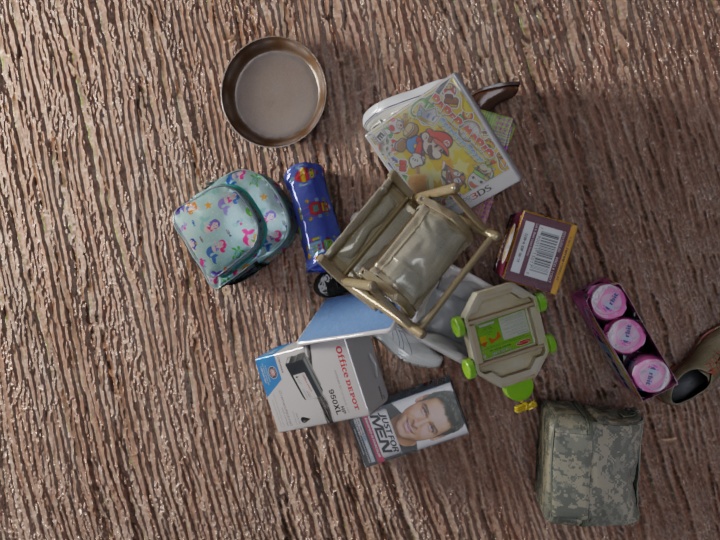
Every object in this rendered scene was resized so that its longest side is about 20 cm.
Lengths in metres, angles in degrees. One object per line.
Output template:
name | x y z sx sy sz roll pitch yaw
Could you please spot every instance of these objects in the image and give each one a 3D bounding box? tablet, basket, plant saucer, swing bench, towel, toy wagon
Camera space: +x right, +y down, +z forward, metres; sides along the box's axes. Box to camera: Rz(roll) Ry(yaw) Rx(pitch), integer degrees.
tablet | -0.007 0.075 1.044 0.199 0.130 0.014 -12 119 34
basket | 0.172 0.084 1.045 0.199 0.123 0.136 28 85 -9
plant saucer | -0.158 -0.325 1.133 0.199 0.032 0.202 0 93 6
swing bench | 0.068 -0.034 0.951 0.130 0.200 0.199 44 82 -29
towel | 0.172 -0.177 1.057 0.143 0.023 0.201 19 105 18
toy wagon | 0.232 0.124 0.975 0.154 0.040 0.201 -15 93 -11

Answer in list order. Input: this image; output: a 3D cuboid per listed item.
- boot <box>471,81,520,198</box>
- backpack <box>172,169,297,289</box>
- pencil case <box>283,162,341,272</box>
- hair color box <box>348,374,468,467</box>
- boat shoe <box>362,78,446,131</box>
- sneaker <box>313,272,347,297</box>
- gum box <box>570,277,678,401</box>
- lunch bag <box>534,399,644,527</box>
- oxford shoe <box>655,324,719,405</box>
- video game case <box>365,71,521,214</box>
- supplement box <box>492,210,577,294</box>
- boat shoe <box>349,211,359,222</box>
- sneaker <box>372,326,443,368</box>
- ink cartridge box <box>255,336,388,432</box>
boot | 0.216 -0.208 1.077 0.185 0.064 0.201 -19 88 21
backpack | -0.220 -0.083 1.103 0.199 0.151 0.178 -31 88 3
pencil case | -0.080 -0.093 1.093 0.078 0.087 0.201 -11 73 -16
hair color box | 0.087 0.275 1.125 0.199 0.061 0.100 -21 91 7
boat shoe | 0.088 -0.252 1.051 0.201 0.074 0.087 -11 80 37
sneaker | 0.001 0.003 1.097 0.199 0.104 0.060 -19 92 8
gum box | 0.440 0.107 1.044 0.066 0.113 0.201 -30 89 8
lunch bag | 0.394 0.330 1.051 0.167 0.139 0.201 2 94 7
oxford shoe | 0.596 0.163 1.048 0.070 0.075 0.200 44 97 3
video game case | 0.134 -0.188 1.008 0.181 0.023 0.200 -29 105 30
supplement box | 0.281 -0.032 1.012 0.085 0.200 0.111 17 95 6
boat shoe | 0.081 -0.070 1.105 0.199 0.072 0.069 23 74 12
sneaker | 0.069 0.105 1.113 0.199 0.075 0.087 35 92 3
ink cartridge box | -0.070 0.193 1.097 0.199 0.084 0.145 -18 92 27
